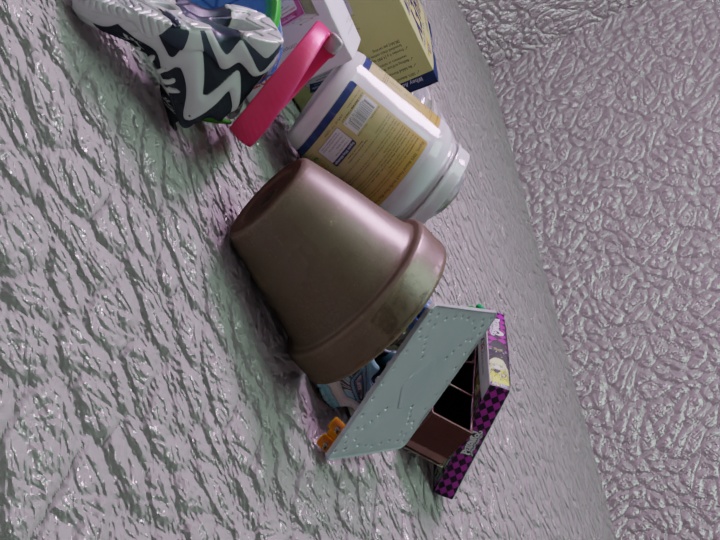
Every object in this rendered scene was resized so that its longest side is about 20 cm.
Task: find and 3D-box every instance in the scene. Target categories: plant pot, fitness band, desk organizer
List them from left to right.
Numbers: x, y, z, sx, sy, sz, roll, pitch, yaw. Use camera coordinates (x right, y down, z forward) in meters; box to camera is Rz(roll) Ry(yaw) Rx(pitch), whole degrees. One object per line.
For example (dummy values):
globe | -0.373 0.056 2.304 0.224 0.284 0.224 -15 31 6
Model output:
fitness band | -0.078 -0.189 1.144 0.037 0.144 0.200 40 1 -8
plant pot | -0.038 -0.014 1.137 0.175 0.199 0.201 45 23 -18
desk organizer | 0.107 0.155 1.497 0.071 0.077 0.202 28 38 -15

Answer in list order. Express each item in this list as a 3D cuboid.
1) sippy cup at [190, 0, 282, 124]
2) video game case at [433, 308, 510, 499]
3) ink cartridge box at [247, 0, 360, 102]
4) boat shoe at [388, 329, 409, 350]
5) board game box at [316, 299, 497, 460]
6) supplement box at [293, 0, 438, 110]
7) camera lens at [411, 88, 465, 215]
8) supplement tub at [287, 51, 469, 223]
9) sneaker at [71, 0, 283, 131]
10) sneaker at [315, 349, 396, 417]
sippy cup | -0.138 -0.253 1.164 0.140 0.178 0.130 43 -1 11
video game case | 0.152 0.184 1.545 0.182 0.035 0.202 -82 -167 -59
ink cartridge box | -0.105 -0.320 1.305 0.085 0.143 0.202 -80 146 -60
boat shoe | 0.043 0.065 1.477 0.200 0.072 0.076 8 63 -73
board game box | 0.054 0.116 1.220 0.026 0.201 0.199 39 13 23
supplement box | -0.022 -0.335 1.509 0.136 0.197 0.201 -94 159 -44
camera lens | 0.055 -0.182 1.635 0.162 0.158 0.201 -94 158 -45
supplement tub | 0.024 -0.158 1.381 0.199 0.145 0.145 38 23 -10
sneaker | -0.181 -0.189 1.027 0.197 0.131 0.080 2 40 -36
sneaker | 0.017 0.131 1.284 0.200 0.085 0.079 33 40 -65
